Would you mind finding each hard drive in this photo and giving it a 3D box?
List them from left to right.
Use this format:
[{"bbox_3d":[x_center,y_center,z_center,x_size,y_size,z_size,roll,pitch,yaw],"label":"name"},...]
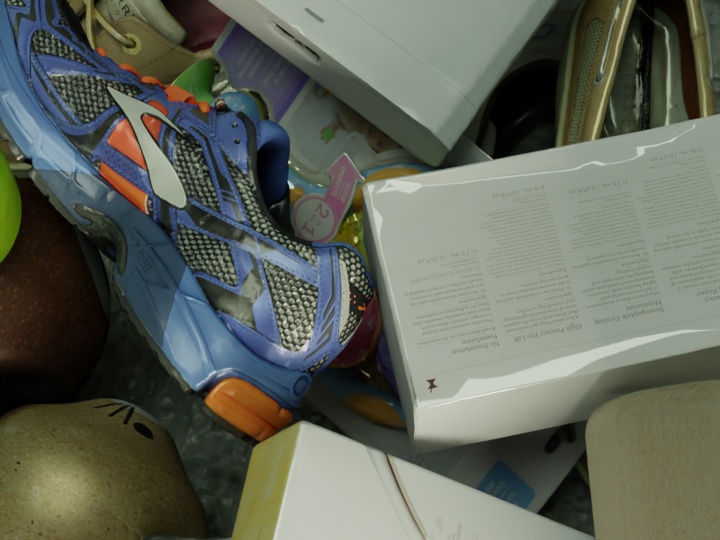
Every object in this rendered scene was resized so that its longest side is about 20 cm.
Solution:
[{"bbox_3d":[0.031,-0.152,0.942,0.132,0.026,0.200,36,68,0],"label":"hard drive"}]

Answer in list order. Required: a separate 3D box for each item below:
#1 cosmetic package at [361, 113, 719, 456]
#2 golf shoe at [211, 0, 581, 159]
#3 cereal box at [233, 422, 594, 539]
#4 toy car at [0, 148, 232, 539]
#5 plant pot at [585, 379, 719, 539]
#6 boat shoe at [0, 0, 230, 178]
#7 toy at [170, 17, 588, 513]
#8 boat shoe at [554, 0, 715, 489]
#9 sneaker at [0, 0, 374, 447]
[{"bbox_3d":[0.105,-0.001,0.870,0.198,0.051,0.083,-11,65,-5],"label":"cosmetic package"},{"bbox_3d":[0.007,-0.053,1.004,0.199,0.078,0.097,-34,67,-5],"label":"golf shoe"},{"bbox_3d":[0.043,0.150,0.838,0.199,0.039,0.145,23,64,-22],"label":"cereal box"},{"bbox_3d":[-0.097,0.068,0.920,0.199,0.164,0.158,27,72,13],"label":"toy car"},{"bbox_3d":[0.191,0.114,0.763,0.198,0.177,0.202,-2,75,-11],"label":"plant pot"},{"bbox_3d":[-0.081,-0.100,1.048,0.199,0.066,0.074,-23,60,0],"label":"boat shoe"},{"bbox_3d":[0.000,0.000,0.931,0.200,0.047,0.115,42,111,16],"label":"toy"},{"bbox_3d":[0.100,-0.018,0.942,0.071,0.076,0.202,0,76,-10],"label":"boat shoe"},{"bbox_3d":[-0.063,-0.032,0.906,0.078,0.075,0.200,-38,66,1],"label":"sneaker"}]
